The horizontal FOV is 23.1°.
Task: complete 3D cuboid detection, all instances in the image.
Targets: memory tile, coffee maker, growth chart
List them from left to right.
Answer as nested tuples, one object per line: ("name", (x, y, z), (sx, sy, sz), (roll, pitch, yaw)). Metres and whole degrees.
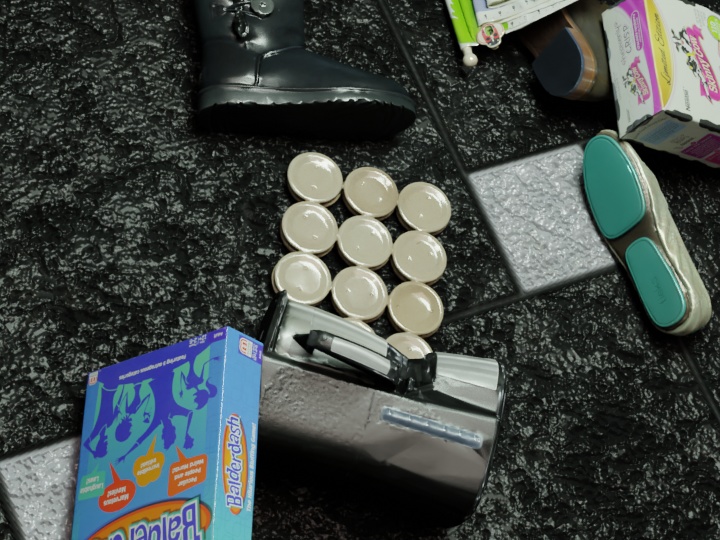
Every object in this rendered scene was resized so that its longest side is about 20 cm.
("coffee maker", (-0.003, 0.134, 1.381), (0.199, 0.135, 0.193), (19, 95, -6))
("memory tile", (0.000, 0.000, 1.498), (0.153, 0.017, 0.201), (13, 61, -11))
("growth chart", (0.160, -0.288, 1.624), (0.200, 0.018, 0.145), (-29, 58, 13))

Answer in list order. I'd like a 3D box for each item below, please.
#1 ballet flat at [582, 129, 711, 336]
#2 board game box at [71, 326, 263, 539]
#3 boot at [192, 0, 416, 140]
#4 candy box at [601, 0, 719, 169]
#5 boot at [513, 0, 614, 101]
("ballet flat", (0.256, -0.032, 1.578), (0.062, 0.067, 0.201), (0, 65, -48))
("board game box", (-0.145, 0.156, 1.301), (0.045, 0.152, 0.201), (30, 51, -44))
("boot", (-0.052, -0.205, 1.547), (0.199, 0.076, 0.169), (2, 68, -10))
("candy box", (0.322, -0.169, 1.623), (0.199, 0.061, 0.137), (12, 60, -32))
("boot", (0.197, -0.236, 1.661), (0.097, 0.075, 0.201), (11, 52, -38))
